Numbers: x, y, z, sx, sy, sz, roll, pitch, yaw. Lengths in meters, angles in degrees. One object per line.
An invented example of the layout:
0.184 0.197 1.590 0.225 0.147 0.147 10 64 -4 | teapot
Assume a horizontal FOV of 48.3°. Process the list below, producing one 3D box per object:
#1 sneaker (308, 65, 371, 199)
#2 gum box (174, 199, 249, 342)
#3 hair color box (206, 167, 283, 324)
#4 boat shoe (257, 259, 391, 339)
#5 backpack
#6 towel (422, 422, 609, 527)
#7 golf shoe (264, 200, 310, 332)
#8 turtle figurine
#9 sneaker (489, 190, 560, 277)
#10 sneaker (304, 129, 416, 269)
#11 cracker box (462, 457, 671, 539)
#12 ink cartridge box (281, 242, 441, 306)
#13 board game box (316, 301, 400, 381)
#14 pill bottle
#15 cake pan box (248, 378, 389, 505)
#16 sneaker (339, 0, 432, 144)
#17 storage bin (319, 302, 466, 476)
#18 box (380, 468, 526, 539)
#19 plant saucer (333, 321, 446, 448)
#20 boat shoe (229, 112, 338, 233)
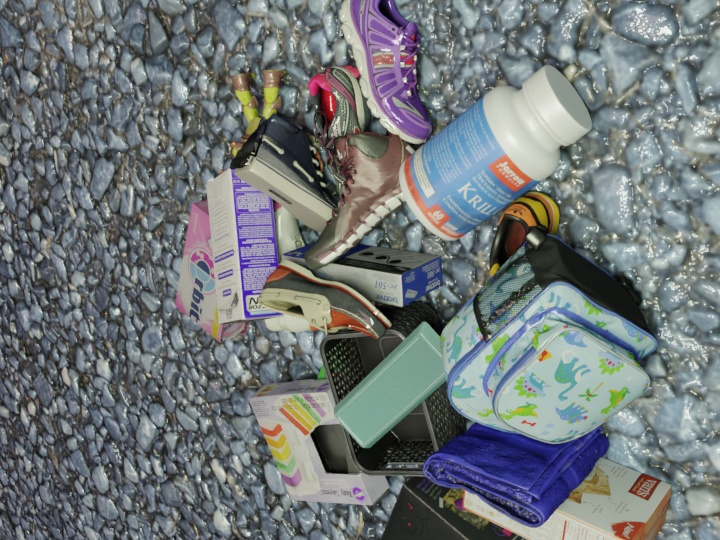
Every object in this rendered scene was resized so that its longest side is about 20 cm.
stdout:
-0.024 -0.159 1.040 0.080 0.074 0.203 -7 100 40 | sneaker
-0.220 0.003 1.258 0.113 0.066 0.202 34 123 28 | gum box
-0.160 -0.031 1.104 0.109 0.064 0.203 -13 81 62 | hair color box
-0.047 0.046 0.990 0.199 0.063 0.071 23 157 38 | boat shoe
0.186 0.090 0.847 0.200 0.182 0.148 -45 31 31 | backpack
0.181 0.202 0.903 0.146 0.199 0.050 18 112 33 | towel
-0.093 -0.005 1.160 0.090 0.075 0.203 9 112 21 | golf shoe
-0.144 -0.195 1.134 0.198 0.064 0.164 3 106 39 | turtle figurine
0.171 0.012 0.922 0.069 0.090 0.203 21 116 33 | sneaker
-0.016 -0.101 0.995 0.199 0.076 0.116 -40 98 2 | sneaker
0.235 0.258 0.920 0.198 0.133 0.059 18 115 34 | cracker box
0.000 0.000 1.058 0.198 0.094 0.045 9 111 38 | ink cartridge box
0.002 0.116 1.137 0.095 0.030 0.202 36 121 23 | board game box
0.146 -0.129 0.878 0.199 0.112 0.113 -37 80 34 | pill bottle
-0.062 0.256 1.201 0.198 0.052 0.186 -11 106 45 | cake pan box
0.041 -0.249 0.958 0.083 0.080 0.202 -22 90 34 | sneaker
0.044 0.156 1.050 0.134 0.094 0.203 -8 104 32 | storage bin
0.139 0.360 1.050 0.199 0.105 0.124 34 123 27 | box
0.040 0.147 0.983 0.070 0.019 0.200 46 124 6 | plant saucer
-0.071 -0.124 1.066 0.074 0.199 0.094 2 63 53 | boat shoe
